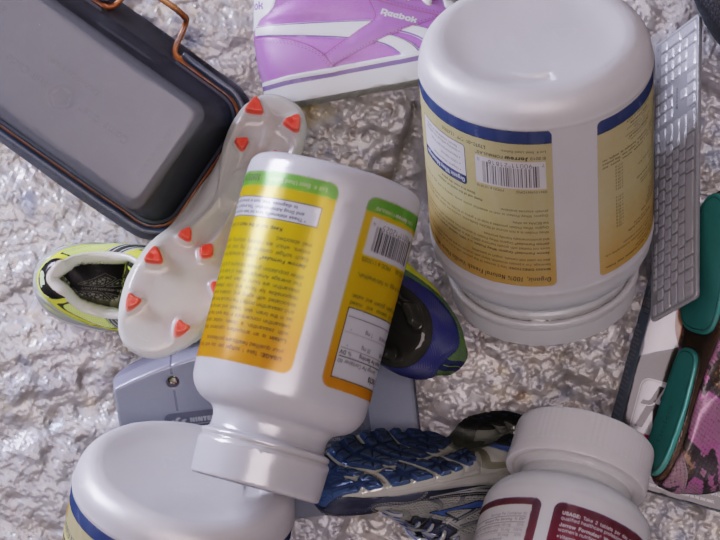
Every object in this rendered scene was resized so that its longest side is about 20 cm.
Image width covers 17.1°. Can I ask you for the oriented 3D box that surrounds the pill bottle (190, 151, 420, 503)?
[{"bbox_3d":[-0.040,0.037,1.476,0.111,0.111,0.200,15,83,1],"label":"pill bottle"}]

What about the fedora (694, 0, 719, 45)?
[{"bbox_3d":[0.310,-0.209,1.577,0.200,0.092,0.201,0,92,1],"label":"fedora"}]

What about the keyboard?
[{"bbox_3d":[0.207,-0.068,1.568,0.011,0.056,0.200,10,68,-16],"label":"keyboard"}]

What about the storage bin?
[{"bbox_3d":[-0.173,-0.122,1.569,0.200,0.134,0.146,36,92,-1],"label":"storage bin"}]

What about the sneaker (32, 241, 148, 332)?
[{"bbox_3d":[-0.121,0.020,1.600,0.200,0.076,0.076,1,90,0],"label":"sneaker"}]

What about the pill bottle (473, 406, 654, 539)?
[{"bbox_3d":[0.119,0.194,1.494,0.109,0.110,0.200,17,65,1],"label":"pill bottle"}]

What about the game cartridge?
[{"bbox_3d":[-0.060,0.103,1.601,0.200,0.040,0.134,-6,116,1],"label":"game cartridge"}]

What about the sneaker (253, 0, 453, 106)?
[{"bbox_3d":[0.026,-0.178,1.596,0.200,0.073,0.114,-8,88,1],"label":"sneaker"}]

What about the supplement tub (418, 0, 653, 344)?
[{"bbox_3d":[0.113,-0.066,1.520,0.144,0.145,0.200,-4,129,1],"label":"supplement tub"}]

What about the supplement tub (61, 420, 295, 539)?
[{"bbox_3d":[-0.127,0.214,1.550,0.144,0.144,0.200,13,115,1],"label":"supplement tub"}]

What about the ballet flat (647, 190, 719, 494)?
[{"bbox_3d":[0.236,0.048,1.546,0.071,0.069,0.200,10,96,-17],"label":"ballet flat"}]

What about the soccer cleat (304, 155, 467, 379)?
[{"bbox_3d":[0.000,0.001,1.584,0.065,0.084,0.200,-48,54,13],"label":"soccer cleat"}]

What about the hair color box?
[{"bbox_3d":[0.233,0.054,1.603,0.099,0.061,0.200,15,91,1],"label":"hair color box"}]

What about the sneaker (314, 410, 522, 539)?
[{"bbox_3d":[0.052,0.151,1.566,0.200,0.077,0.085,-4,110,-38],"label":"sneaker"}]

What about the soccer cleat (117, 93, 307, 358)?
[{"bbox_3d":[-0.091,-0.023,1.555,0.069,0.078,0.200,28,72,6],"label":"soccer cleat"}]
